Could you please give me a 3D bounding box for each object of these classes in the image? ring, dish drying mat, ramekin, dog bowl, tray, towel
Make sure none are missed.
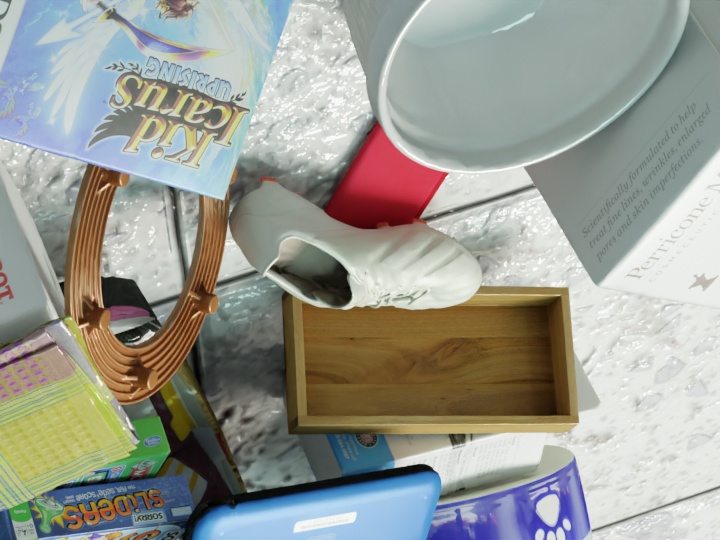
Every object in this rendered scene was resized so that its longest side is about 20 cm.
[{"bbox_3d":[-0.119,-0.018,1.389,0.019,0.201,0.201,12,150,21],"label":"ring"},{"bbox_3d":[0.026,-0.064,1.541,0.077,0.018,0.200,5,135,-34],"label":"dish drying mat"},{"bbox_3d":[0.083,-0.163,1.378,0.200,0.105,0.200,-17,144,-13],"label":"ramekin"},{"bbox_3d":[0.071,0.191,1.742,0.200,0.079,0.200,-11,-174,1],"label":"dog bowl"},{"bbox_3d":[0.048,0.062,1.609,0.200,0.099,0.037,1,164,-16],"label":"tray"},{"bbox_3d":[-0.233,0.100,1.331,0.200,0.023,0.144,-23,145,1],"label":"towel"}]

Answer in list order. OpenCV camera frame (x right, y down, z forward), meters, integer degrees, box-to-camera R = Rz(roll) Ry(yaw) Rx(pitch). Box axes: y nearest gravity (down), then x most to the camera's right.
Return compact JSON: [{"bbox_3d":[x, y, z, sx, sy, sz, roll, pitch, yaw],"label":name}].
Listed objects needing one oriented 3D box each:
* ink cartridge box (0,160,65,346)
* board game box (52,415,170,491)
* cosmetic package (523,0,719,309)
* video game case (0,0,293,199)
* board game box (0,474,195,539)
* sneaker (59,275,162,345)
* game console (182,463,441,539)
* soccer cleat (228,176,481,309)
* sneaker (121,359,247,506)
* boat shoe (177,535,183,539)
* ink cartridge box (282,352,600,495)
[{"bbox_3d":[-0.279,0.028,1.362,0.200,0.146,0.084,-23,144,-4],"label":"ink cartridge box"},{"bbox_3d":[-0.215,0.160,1.550,0.134,0.029,0.200,-10,156,-25],"label":"board game box"},{"bbox_3d":[0.229,-0.088,1.503,0.200,0.165,0.165,8,131,-41],"label":"cosmetic package"},{"bbox_3d":[-0.128,-0.147,1.252,0.200,0.045,0.182,15,99,-42],"label":"video game case"},{"bbox_3d":[-0.211,0.197,1.555,0.135,0.035,0.200,-4,154,-33],"label":"board game box"},{"bbox_3d":[-0.215,0.071,1.495,0.200,0.080,0.086,-19,115,9],"label":"sneaker"},{"bbox_3d":[-0.069,0.189,1.592,0.200,0.118,0.171,-6,124,-36],"label":"game console"},{"bbox_3d":[0.000,0.000,1.525,0.200,0.078,0.069,17,127,-34],"label":"soccer cleat"},{"bbox_3d":[-0.139,0.133,1.647,0.090,0.075,0.200,-24,136,-4],"label":"sneaker"},{"bbox_3d":[-0.117,0.211,1.756,0.065,0.072,0.200,-37,137,23],"label":"boat shoe"},{"bbox_3d":[0.058,0.097,1.678,0.200,0.116,0.068,-12,143,-17],"label":"ink cartridge box"}]
